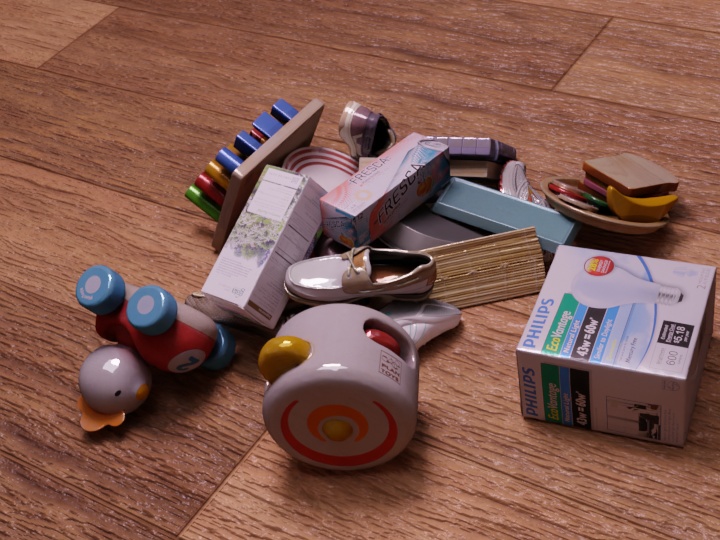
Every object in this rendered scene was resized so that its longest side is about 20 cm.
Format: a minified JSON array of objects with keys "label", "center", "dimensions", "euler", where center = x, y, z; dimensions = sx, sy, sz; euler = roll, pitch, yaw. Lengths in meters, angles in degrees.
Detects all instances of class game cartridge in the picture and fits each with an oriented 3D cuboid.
[{"label":"game cartridge","center":[0.156,-0.176,1.763],"dimensions":[0.130,0.038,0.200],"euler":[8,4,18]}]

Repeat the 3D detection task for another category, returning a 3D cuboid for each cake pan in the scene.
[{"label":"cake pan","center":[0.107,-0.072,1.679],"dimensions":[0.200,0.037,0.200],"euler":[12,32,-7]}]

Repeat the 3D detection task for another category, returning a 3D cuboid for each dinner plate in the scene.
[{"label":"dinner plate","center":[-0.031,-0.105,1.751],"dimensions":[0.200,0.024,0.200],"euler":[23,41,-21]}]

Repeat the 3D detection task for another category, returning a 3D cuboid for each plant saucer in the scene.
[{"label":"plant saucer","center":[0.201,-0.079,1.633],"dimensions":[0.200,0.019,0.070],"euler":[20,52,20]}]

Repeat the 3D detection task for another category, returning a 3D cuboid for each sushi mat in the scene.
[{"label":"sushi mat","center":[0.149,0.003,1.599],"dimensions":[0.200,0.096,0.012],"euler":[-12,18,1]}]

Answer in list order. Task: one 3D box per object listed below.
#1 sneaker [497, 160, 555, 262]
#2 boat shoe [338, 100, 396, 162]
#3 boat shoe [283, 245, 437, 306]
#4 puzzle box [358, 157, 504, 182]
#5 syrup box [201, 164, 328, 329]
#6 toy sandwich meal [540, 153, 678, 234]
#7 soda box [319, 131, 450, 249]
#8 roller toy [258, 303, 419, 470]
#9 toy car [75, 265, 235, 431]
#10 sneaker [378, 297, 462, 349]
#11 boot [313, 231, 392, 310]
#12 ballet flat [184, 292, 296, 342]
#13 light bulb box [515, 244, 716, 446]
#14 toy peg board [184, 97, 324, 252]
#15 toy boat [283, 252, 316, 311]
[{"label":"sneaker","center":[0.239,-0.079,1.694],"dimensions":[0.082,0.078,0.200],"euler":[-3,49,1]},{"label":"boat shoe","center":[0.022,-0.199,1.810],"dimensions":[0.065,0.200,0.072],"euler":[24,82,20]},{"label":"boat shoe","center":[0.000,0.000,1.537],"dimensions":[0.200,0.068,0.075],"euler":[-3,57,-8]},{"label":"puzzle box","center":[0.113,-0.150,1.772],"dimensions":[0.200,0.025,0.133],"euler":[4,2,22]},{"label":"syrup box","center":[-0.121,-0.032,1.576],"dimensions":[0.079,0.081,0.200],"euler":[18,77,35]},{"label":"toy sandwich meal","center":[0.352,-0.113,1.650],"dimensions":[0.205,0.070,0.205],"euler":[12,21,-5]},{"label":"soda box","center":[0.036,-0.109,1.610],"dimensions":[0.068,0.064,0.200],"euler":[27,50,33]},{"label":"roller toy","center":[-0.022,0.143,1.406],"dimensions":[0.182,0.200,0.140],"euler":[0,42,6]},{"label":"toy car","center":[-0.296,0.127,1.550],"dimensions":[0.177,0.184,0.200],"euler":[18,78,30]},{"label":"sneaker","center":[0.045,0.086,1.553],"dimensions":[0.200,0.080,0.070],"euler":[-13,27,-31]},{"label":"boot","center":[-0.036,0.003,1.614],"dimensions":[0.200,0.072,0.166],"euler":[-32,75,-40]},{"label":"ballet flat","center":[-0.157,0.060,1.629],"dimensions":[0.200,0.046,0.067],"euler":[19,14,29]},{"label":"light bulb box","center":[0.312,0.087,1.435],"dimensions":[0.200,0.125,0.198],"euler":[9,45,22]},{"label":"toy peg board","center":[-0.170,-0.164,1.774],"dimensions":[0.098,0.199,0.200],"euler":[37,56,8]},{"label":"toy boat","center":[-0.114,-0.045,1.691],"dimensions":[0.130,0.131,0.200],"euler":[-18,41,-6]}]
